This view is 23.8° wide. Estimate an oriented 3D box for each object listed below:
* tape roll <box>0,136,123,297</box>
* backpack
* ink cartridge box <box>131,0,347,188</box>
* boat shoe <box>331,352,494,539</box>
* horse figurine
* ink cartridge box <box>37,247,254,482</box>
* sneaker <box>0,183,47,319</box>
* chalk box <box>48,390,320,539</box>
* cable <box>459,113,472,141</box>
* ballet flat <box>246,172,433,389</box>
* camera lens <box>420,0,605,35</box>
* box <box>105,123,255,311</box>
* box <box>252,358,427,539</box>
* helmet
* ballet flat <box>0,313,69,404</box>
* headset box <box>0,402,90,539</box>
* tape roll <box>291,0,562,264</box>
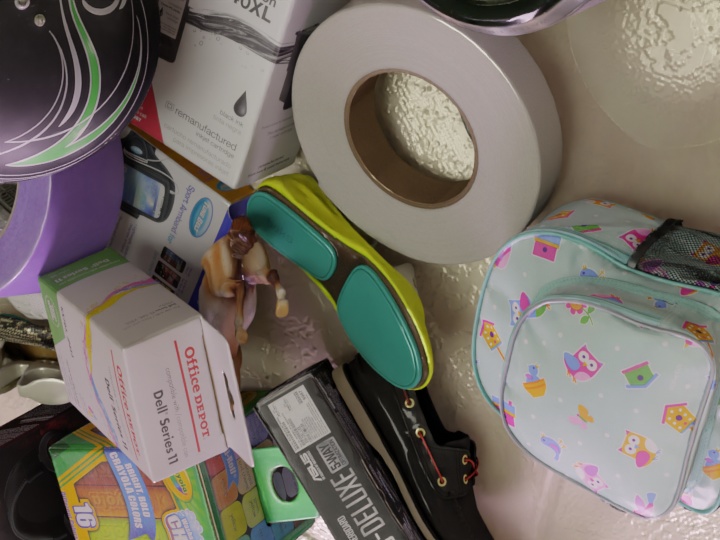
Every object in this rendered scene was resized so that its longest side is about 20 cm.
[{"bbox_3d":[-0.287,-0.078,1.333,0.200,0.085,0.201,3,95,33],"label":"tape roll"},{"bbox_3d":[0.168,0.052,1.111,0.200,0.153,0.176,28,127,30],"label":"backpack"},{"bbox_3d":[-0.096,-0.185,1.231,0.145,0.083,0.200,33,124,20],"label":"ink cartridge box"},{"bbox_3d":[0.056,0.144,1.262,0.063,0.074,0.202,-30,88,9],"label":"boat shoe"},{"bbox_3d":[-0.098,0.033,1.274,0.133,0.050,0.200,-114,32,-48],"label":"horse figurine"},{"bbox_3d":[-0.159,0.074,1.253,0.200,0.067,0.117,30,136,53],"label":"ink cartridge box"},{"bbox_3d":[-0.244,0.012,1.422,0.200,0.078,0.100,41,133,25],"label":"sneaker"},{"bbox_3d":[-0.124,0.173,1.363,0.200,0.124,0.125,-5,105,36],"label":"chalk box"},{"bbox_3d":[0.056,-0.167,1.158,0.097,0.050,0.200,-2,107,31],"label":"cable"},{"bbox_3d":[0.000,0.000,1.247,0.200,0.067,0.067,47,133,19],"label":"ballet flat"},{"bbox_3d":[0.113,-0.232,1.003,0.160,0.200,0.160,13,115,30],"label":"camera lens"},{"bbox_3d":[-0.169,-0.055,1.360,0.200,0.041,0.119,36,124,14],"label":"box"},{"bbox_3d":[0.001,0.164,1.259,0.050,0.158,0.200,-31,90,3],"label":"box"},{"bbox_3d":[-0.235,-0.156,1.161,0.200,0.200,0.191,22,118,25],"label":"helmet"},{"bbox_3d":[-0.275,0.080,1.455,0.200,0.075,0.068,6,130,31],"label":"ballet flat"},{"bbox_3d":[-0.272,0.204,1.426,0.077,0.200,0.149,-12,101,36],"label":"headset box"},{"bbox_3d":[0.043,-0.098,1.177,0.202,0.037,0.203,20,131,25],"label":"tape roll"}]
